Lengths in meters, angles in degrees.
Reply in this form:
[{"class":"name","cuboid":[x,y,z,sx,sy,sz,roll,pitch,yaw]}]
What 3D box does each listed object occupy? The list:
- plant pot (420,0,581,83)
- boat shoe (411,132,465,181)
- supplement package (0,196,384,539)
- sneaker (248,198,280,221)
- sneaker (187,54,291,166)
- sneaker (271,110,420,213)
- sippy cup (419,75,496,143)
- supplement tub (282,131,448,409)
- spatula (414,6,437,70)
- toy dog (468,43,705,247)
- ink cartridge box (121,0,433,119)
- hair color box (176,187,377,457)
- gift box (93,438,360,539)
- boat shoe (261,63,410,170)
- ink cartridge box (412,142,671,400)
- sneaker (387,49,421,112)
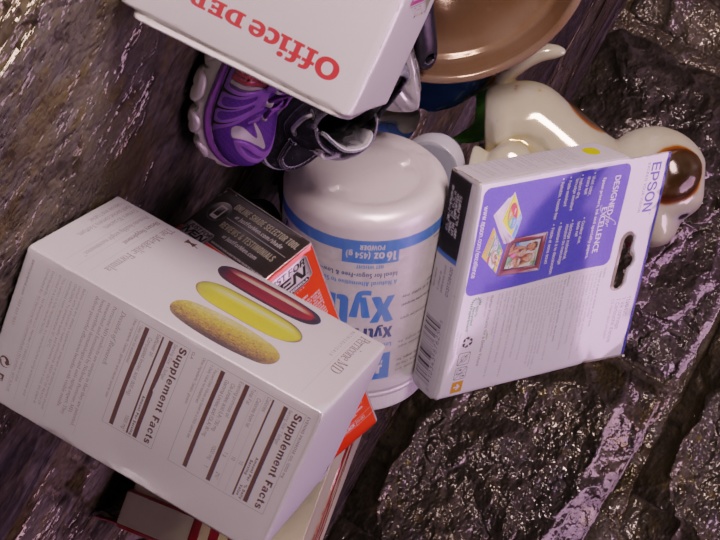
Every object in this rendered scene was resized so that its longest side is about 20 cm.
[{"class":"plant pot","cuboid":[0.071,-0.250,1.167,0.093,0.200,0.201,-107,-151,-46]},{"class":"boat shoe","cuboid":[0.056,-0.057,1.358,0.086,0.075,0.202,-53,166,-45]},{"class":"supplement package","cuboid":[-0.106,0.060,0.924,0.110,0.200,0.114,-66,170,26]},{"class":"sneaker","cuboid":[-0.106,0.027,1.228,0.100,0.069,0.200,-51,167,-57]},{"class":"sneaker","cuboid":[-0.058,-0.133,0.987,0.081,0.083,0.200,-54,169,-37]},{"class":"sneaker","cuboid":[-0.015,-0.096,1.338,0.111,0.077,0.200,-66,170,22]},{"class":"sippy cup","cuboid":[0.081,-0.208,1.348,0.140,0.178,0.130,-41,-176,42]},{"class":"supplement tub","cuboid":[0.000,0.000,1.230,0.132,0.132,0.200,-51,152,-47]},{"class":"spatula","cuboid":[0.046,-0.226,1.102,0.056,0.021,0.200,-31,143,-22]},{"class":"toy dog","cuboid":[0.197,-0.085,1.313,0.140,0.200,0.194,25,77,-84]},{"class":"ink cartridge box","cuboid":[-0.019,-0.201,0.810,0.200,0.144,0.085,-64,171,16]},{"class":"hair color box","cuboid":[-0.061,0.045,1.117,0.061,0.101,0.200,-39,137,-20]},{"class":"gift box","cuboid":[-0.112,0.186,1.349,0.200,0.184,0.187,29,81,-77]},{"class":"boat shoe","cuboid":[-0.019,-0.109,1.065,0.072,0.068,0.200,-12,162,-32]},{"class":"ink cartridge box","cuboid":[0.146,-0.003,1.226,0.200,0.047,0.198,-12,124,-34]},{"class":"sneaker","cuboid":[-0.015,-0.184,1.090,0.078,0.099,0.200,-102,179,-46]}]
